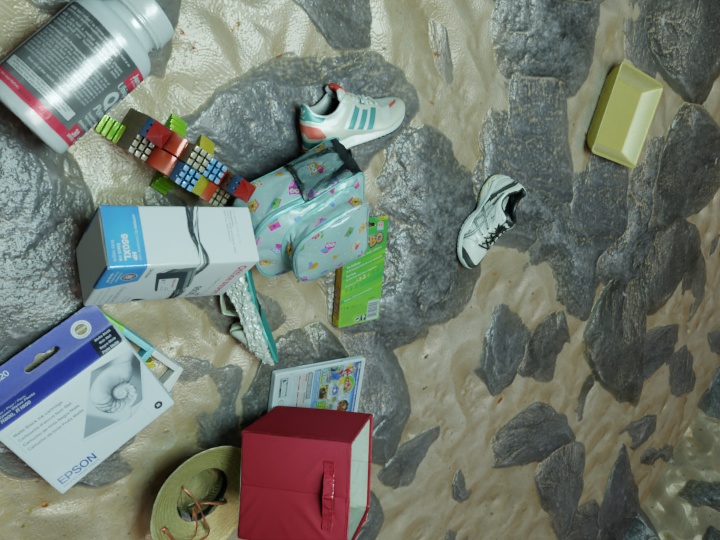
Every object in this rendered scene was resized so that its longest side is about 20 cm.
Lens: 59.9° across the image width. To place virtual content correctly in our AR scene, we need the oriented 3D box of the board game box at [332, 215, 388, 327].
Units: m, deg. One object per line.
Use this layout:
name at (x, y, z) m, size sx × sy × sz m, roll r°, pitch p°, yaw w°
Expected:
board game box at (0.000, 0.000, 1.128) m, size 0.095 × 0.030 × 0.202 m, roll -10°, pitch 117°, yaw -36°

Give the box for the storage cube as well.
storage cube at (-0.083, 0.329, 1.015) m, size 0.200 × 0.177 × 0.173 m, roll -8°, pitch 100°, yaw -79°

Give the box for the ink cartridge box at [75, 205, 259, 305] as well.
ink cartridge box at (-0.255, -0.020, 0.830) m, size 0.198 × 0.144 × 0.085 m, roll -4°, pitch 72°, yaw -36°

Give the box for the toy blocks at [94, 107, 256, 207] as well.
toy blocks at (-0.228, -0.139, 0.815) m, size 0.199 × 0.136 × 0.101 m, roll 34°, pitch 87°, yaw -41°

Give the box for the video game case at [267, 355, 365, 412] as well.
video game case at (-0.083, 0.240, 1.172) m, size 0.198 × 0.018 × 0.145 m, roll -4°, pitch 111°, yaw -37°

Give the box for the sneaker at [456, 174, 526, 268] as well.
sneaker at (0.263, -0.092, 1.255) m, size 0.075 × 0.087 × 0.202 m, roll 13°, pitch 102°, yaw -42°

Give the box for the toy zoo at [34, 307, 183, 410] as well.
toy zoo at (-0.354, 0.160, 0.922) m, size 0.131 × 0.020 × 0.200 m, roll -49°, pitch 131°, yaw -10°

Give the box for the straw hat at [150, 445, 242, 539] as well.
straw hat at (-0.269, 0.359, 1.032) m, size 0.199 × 0.085 × 0.204 m, roll -15°, pitch 116°, yaw -32°

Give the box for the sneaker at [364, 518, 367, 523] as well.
sneaker at (-0.053, 0.430, 1.216) m, size 0.067 × 0.108 × 0.202 m, roll -42°, pitch 129°, yaw -15°

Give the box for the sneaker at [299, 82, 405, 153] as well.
sneaker at (-0.010, -0.252, 0.981) m, size 0.198 × 0.070 × 0.094 m, roll -27°, pitch 130°, yaw -23°

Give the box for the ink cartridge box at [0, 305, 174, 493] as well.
ink cartridge box at (-0.389, 0.178, 0.861) m, size 0.199 × 0.040 × 0.201 m, roll -39°, pitch 128°, yaw -18°

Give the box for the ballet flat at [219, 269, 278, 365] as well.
ballet flat at (-0.185, 0.069, 0.998) m, size 0.071 × 0.072 × 0.202 m, roll -28°, pitch 122°, yaw -26°

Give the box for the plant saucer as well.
plant saucer at (0.595, -0.353, 1.429) m, size 0.198 × 0.048 × 0.202 m, roll 6°, pitch 105°, yaw -40°

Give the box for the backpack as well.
backpack at (-0.086, -0.074, 0.931) m, size 0.198 × 0.154 × 0.176 m, roll -22°, pitch 155°, yaw -11°

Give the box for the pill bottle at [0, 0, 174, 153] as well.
pill bottle at (-0.316, -0.241, 0.720) m, size 0.200 × 0.110 × 0.111 m, roll -47°, pitch 130°, yaw -11°
